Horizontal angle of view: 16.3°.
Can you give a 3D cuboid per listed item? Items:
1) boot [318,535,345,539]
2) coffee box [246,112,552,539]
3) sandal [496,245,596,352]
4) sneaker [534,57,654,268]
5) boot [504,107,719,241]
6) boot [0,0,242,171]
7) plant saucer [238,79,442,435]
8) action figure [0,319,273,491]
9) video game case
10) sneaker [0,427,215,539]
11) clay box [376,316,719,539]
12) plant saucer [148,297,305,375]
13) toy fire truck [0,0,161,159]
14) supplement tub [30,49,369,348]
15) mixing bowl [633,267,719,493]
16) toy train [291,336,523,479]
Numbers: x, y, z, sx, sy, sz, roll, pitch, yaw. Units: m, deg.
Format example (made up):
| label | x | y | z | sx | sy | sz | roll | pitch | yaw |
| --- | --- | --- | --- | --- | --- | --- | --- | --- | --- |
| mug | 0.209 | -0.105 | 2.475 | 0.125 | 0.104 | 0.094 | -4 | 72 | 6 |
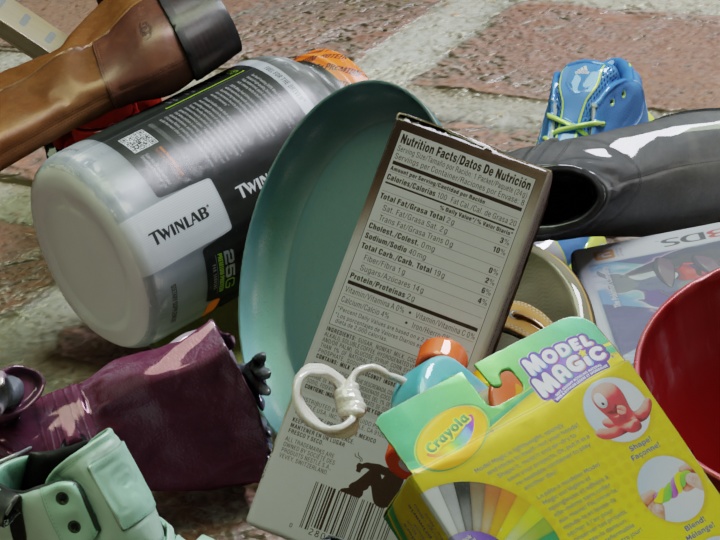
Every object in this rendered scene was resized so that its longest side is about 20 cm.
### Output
| label | x | y | z | sx | sy | sz | roll | pitch | yaw |
| --- | --- | --- | --- | --- | --- | --- | --- | --- | --- |
| boot | 0.024 | 0.146 | 1.069 | 0.074 | 0.097 | 0.200 | 12 | 37 | 42 |
| coffee box | 0.020 | 0.040 | 1.181 | 0.079 | 0.201 | 0.113 | 20 | -6 | 6 |
| sandal | 0.075 | 0.057 | 1.255 | 0.080 | 0.054 | 0.201 | -24 | 42 | 25 |
| sneaker | 0.117 | -0.063 | 1.495 | 0.075 | 0.106 | 0.200 | 3 | 29 | 30 |
| boot | 0.132 | -0.043 | 1.361 | 0.199 | 0.070 | 0.132 | -13 | 2 | 9 |
| boot | -0.187 | -0.115 | 1.501 | 0.199 | 0.069 | 0.188 | -30 | 33 | -12 |
| plant saucer | 0.000 | 0.000 | 1.330 | 0.027 | 0.201 | 0.200 | 10 | 10 | -34 |
| action figure | -0.146 | 0.079 | 1.296 | 0.199 | 0.135 | 0.149 | -14 | 24 | -9 |
| video game case | 0.209 | 0.018 | 1.294 | 0.181 | 0.023 | 0.200 | -11 | 24 | 2 |
| sneaker | -0.091 | 0.137 | 1.169 | 0.199 | 0.119 | 0.074 | 3 | 28 | 27 |
| clay box | 0.096 | 0.125 | 0.997 | 0.114 | 0.048 | 0.201 | -25 | 71 | -26 |
| plant saucer | -0.033 | 0.019 | 1.484 | 0.199 | 0.031 | 0.200 | -11 | 26 | 6 |
| toy fire truck | -0.189 | -0.121 | 1.645 | 0.128 | 0.201 | 0.176 | -14 | 25 | -3 |
| supplement tub | -0.082 | -0.048 | 1.468 | 0.199 | 0.123 | 0.122 | -29 | 30 | -29 |
| mixing bowl | 0.221 | 0.087 | 1.117 | 0.199 | 0.109 | 0.201 | -3 | 33 | 2 |
| toy train | 0.056 | 0.114 | 1.046 | 0.150 | 0.201 | 0.056 | -10 | -19 | -48 |
